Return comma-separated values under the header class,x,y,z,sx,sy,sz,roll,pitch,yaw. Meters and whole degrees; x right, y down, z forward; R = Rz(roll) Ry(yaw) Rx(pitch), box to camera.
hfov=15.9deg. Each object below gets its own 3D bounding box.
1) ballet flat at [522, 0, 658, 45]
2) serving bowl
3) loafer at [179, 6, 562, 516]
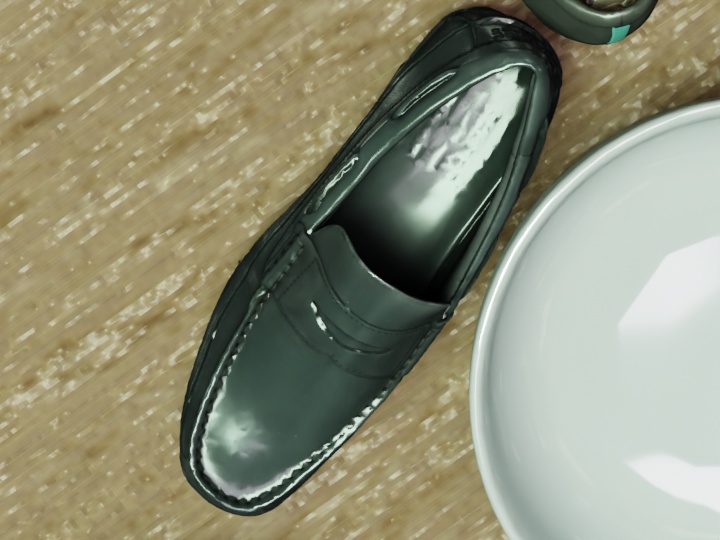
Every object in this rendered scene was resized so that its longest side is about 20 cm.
class,x,y,z,sx,sy,sz,roll,pitch,yaw
ballet flat,0.054,-0.167,0.839,0.068,0.068,0.200,-26,104,3
serving bowl,0.133,0.032,0.895,0.200,0.066,0.201,-1,105,-4
loafer,0.000,0.000,0.876,0.068,0.070,0.201,32,100,-10
